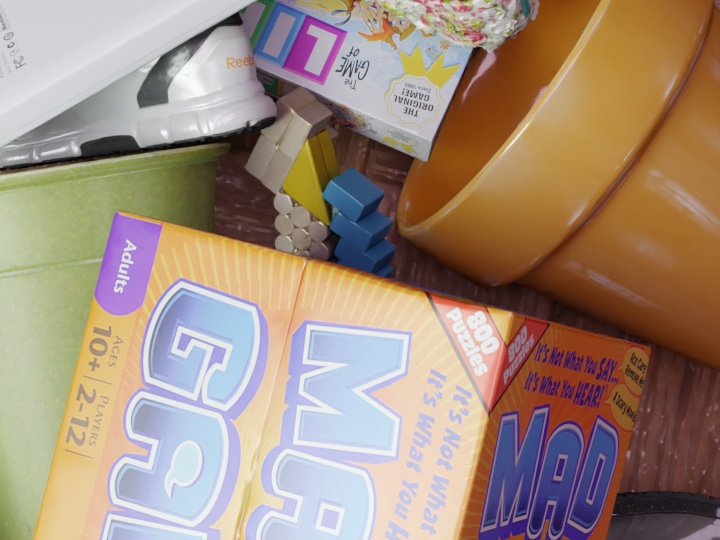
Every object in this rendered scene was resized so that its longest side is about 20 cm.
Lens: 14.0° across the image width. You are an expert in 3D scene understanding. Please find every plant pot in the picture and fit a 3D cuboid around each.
[{"bbox_3d":[0.148,-0.050,1.491,0.183,0.200,0.201,35,80,-11],"label":"plant pot"},{"bbox_3d":[-0.150,0.043,1.471,0.199,0.200,0.191,-9,94,-4],"label":"plant pot"}]

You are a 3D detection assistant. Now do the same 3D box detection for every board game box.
[{"bbox_3d":[-0.009,0.101,1.351,0.199,0.200,0.201,14,90,24],"label":"board game box"},{"bbox_3d":[-0.030,-0.157,1.516,0.199,0.034,0.135,23,73,3],"label":"board game box"}]

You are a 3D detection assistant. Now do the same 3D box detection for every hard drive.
[{"bbox_3d":[-0.138,-0.137,1.431,0.199,0.027,0.132,-30,44,1],"label":"hard drive"}]

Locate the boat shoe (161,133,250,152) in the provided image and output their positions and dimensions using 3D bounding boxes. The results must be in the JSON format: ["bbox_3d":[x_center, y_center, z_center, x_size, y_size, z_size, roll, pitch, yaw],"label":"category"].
[{"bbox_3d":[-0.149,-0.115,1.548,0.199,0.072,0.065,11,44,-1],"label":"boat shoe"}]

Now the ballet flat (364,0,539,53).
[{"bbox_3d":[-0.001,-0.174,1.472,0.199,0.064,0.076,21,72,3],"label":"ballet flat"}]

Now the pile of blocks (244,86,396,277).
[{"bbox_3d":[0.000,0.000,1.503,0.082,0.062,0.201,1,110,30],"label":"pile of blocks"}]

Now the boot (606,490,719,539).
[{"bbox_3d":[0.137,0.176,1.511,0.199,0.068,0.132,8,85,7],"label":"boot"}]

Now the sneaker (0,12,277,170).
[{"bbox_3d":[-0.133,-0.096,1.483,0.199,0.074,0.081,-9,95,28],"label":"sneaker"}]
